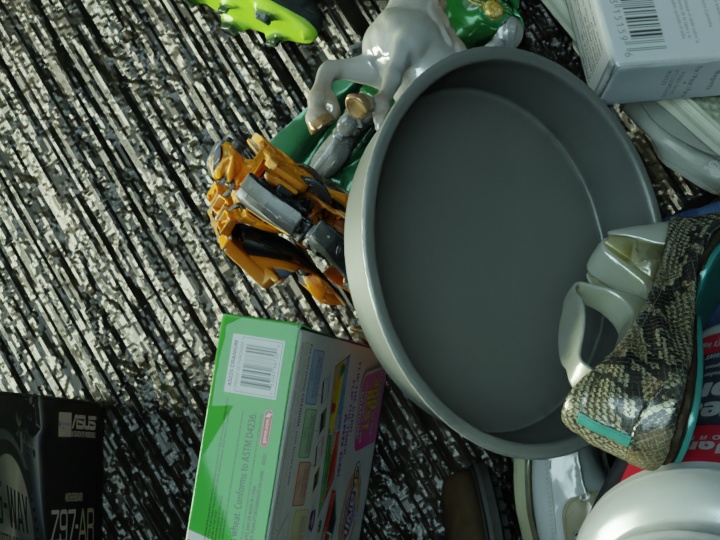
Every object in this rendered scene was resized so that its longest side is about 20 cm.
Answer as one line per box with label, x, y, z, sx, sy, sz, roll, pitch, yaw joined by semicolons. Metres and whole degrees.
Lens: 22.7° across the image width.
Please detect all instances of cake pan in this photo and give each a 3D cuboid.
cake pan;0.070;-0.007;0.878;0.037;0.199;0.201;-13;79;51

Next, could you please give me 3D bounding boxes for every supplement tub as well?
supplement tub;0.181;0.125;0.848;0.140;0.200;0.141;12;122;19

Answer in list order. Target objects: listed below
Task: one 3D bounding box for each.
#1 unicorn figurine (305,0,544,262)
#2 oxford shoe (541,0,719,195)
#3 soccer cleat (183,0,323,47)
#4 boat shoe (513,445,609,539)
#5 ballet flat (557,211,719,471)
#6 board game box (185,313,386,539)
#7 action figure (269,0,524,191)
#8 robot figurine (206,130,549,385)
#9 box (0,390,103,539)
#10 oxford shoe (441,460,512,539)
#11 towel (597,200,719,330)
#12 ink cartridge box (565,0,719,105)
unicorn figurine;0.037;-0.102;0.948;0.074;0.137;0.200;-17;114;42
oxford shoe;0.154;-0.114;0.988;0.075;0.058;0.200;-34;73;-33
soccer cleat;-0.097;-0.203;1.053;0.199;0.068;0.081;32;79;14
boat shoe;0.125;0.141;0.955;0.068;0.075;0.201;-2;94;28
ballet flat;0.135;0.018;0.848;0.075;0.200;0.068;19;124;10
board game box;-0.036;0.107;0.933;0.040;0.200;0.154;8;85;14
action figure;0.030;-0.104;1.020;0.118;0.055;0.200;37;89;17
robot figurine;0.000;0.000;0.930;0.200;0.145;0.058;33;98;-17
box;-0.193;0.146;0.964;0.043;0.200;0.161;-1;83;12
oxford shoe;0.039;0.191;0.921;0.084;0.073;0.201;4;63;5
towel;0.219;0.010;0.956;0.199;0.049;0.112;-20;97;13
ink cartridge box;0.189;-0.189;0.971;0.173;0.044;0.201;-5;64;-12
